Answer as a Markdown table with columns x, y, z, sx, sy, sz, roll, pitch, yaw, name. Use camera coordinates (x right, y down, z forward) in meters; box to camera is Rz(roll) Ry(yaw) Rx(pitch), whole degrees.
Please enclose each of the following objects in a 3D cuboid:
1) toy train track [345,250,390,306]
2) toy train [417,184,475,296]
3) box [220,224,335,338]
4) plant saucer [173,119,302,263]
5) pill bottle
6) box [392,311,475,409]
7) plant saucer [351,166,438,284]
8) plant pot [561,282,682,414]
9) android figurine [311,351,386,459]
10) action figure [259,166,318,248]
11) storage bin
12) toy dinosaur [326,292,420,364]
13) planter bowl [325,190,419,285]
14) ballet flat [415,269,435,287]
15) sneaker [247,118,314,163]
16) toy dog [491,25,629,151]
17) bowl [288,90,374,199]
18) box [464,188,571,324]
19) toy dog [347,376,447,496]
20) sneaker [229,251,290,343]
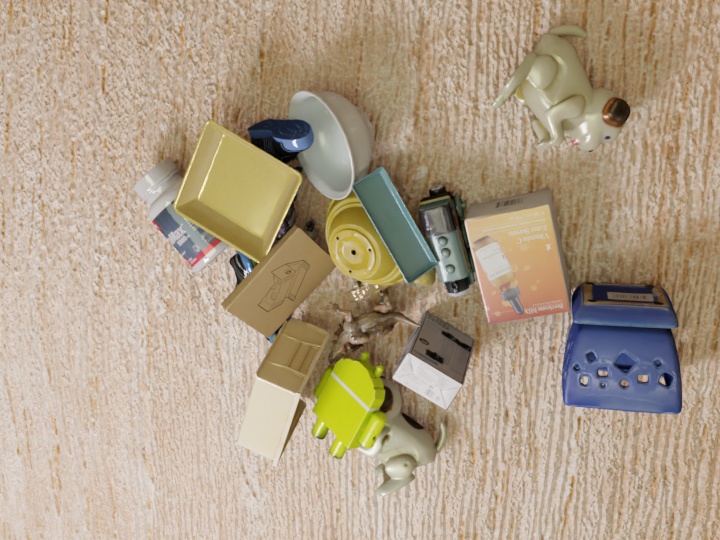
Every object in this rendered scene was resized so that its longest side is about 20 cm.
| x | y | z | sx | sy | sz | roll | pitch | yaw | name |
| --- | --- | --- | --- | --- | --- | --- | --- | --- | --- |
| 0.000 | 0.000 | 1.712 | 0.114 | 0.033 | 0.201 | -25 | 100 | 20 | toy train track |
| 0.157 | -0.052 | 1.612 | 0.085 | 0.114 | 0.201 | -11 | 106 | 17 | toy train |
| -0.148 | 0.024 | 1.665 | 0.200 | 0.163 | 0.021 | -47 | 56 | 0 | box |
| -0.215 | -0.145 | 1.601 | 0.199 | 0.048 | 0.201 | 31 | 119 | 4 | plant saucer |
| -0.333 | -0.108 | 1.708 | 0.119 | 0.120 | 0.200 | -39 | 96 | 22 | pill bottle |
| 0.138 | 0.161 | 1.645 | 0.116 | 0.200 | 0.060 | 31 | 113 | 3 | box |
| 0.058 | -0.077 | 1.553 | 0.070 | 0.019 | 0.201 | -34 | 101 | -17 | plant saucer |
| 0.456 | 0.126 | 1.562 | 0.198 | 0.200 | 0.181 | 3 | 104 | 13 | plant pot |
| -0.021 | 0.252 | 1.706 | 0.182 | 0.041 | 0.201 | 37 | 106 | 40 | android figurine |
| -0.144 | -0.096 | 1.688 | 0.129 | 0.070 | 0.201 | 8 | 127 | 11 | action figure |
| -0.147 | 0.227 | 1.719 | 0.093 | 0.199 | 0.201 | 22 | 126 | 4 | storage bin |
| 0.018 | 0.107 | 1.701 | 0.198 | 0.136 | 0.086 | -14 | 69 | 10 | toy dinosaur |
| 0.004 | -0.047 | 1.610 | 0.199 | 0.083 | 0.202 | 15 | 122 | 25 | planter bowl |
| 0.080 | -0.055 | 1.650 | 0.071 | 0.071 | 0.200 | -37 | 95 | 22 | ballet flat |
| -0.134 | -0.223 | 1.604 | 0.070 | 0.200 | 0.078 | -32 | 117 | -21 | sneaker |
| 0.345 | -0.283 | 1.482 | 0.200 | 0.140 | 0.194 | 38 | 77 | 0 | toy dog |
| -0.038 | -0.235 | 1.586 | 0.201 | 0.090 | 0.202 | 43 | 148 | 36 | bowl |
| 0.284 | -0.024 | 1.595 | 0.151 | 0.106 | 0.201 | -11 | 106 | 17 | box |
| 0.056 | 0.309 | 1.753 | 0.193 | 0.140 | 0.201 | -26 | 101 | 12 | toy dog |
| -0.200 | 0.049 | 1.768 | 0.082 | 0.071 | 0.201 | -7 | 112 | 40 | sneaker |
